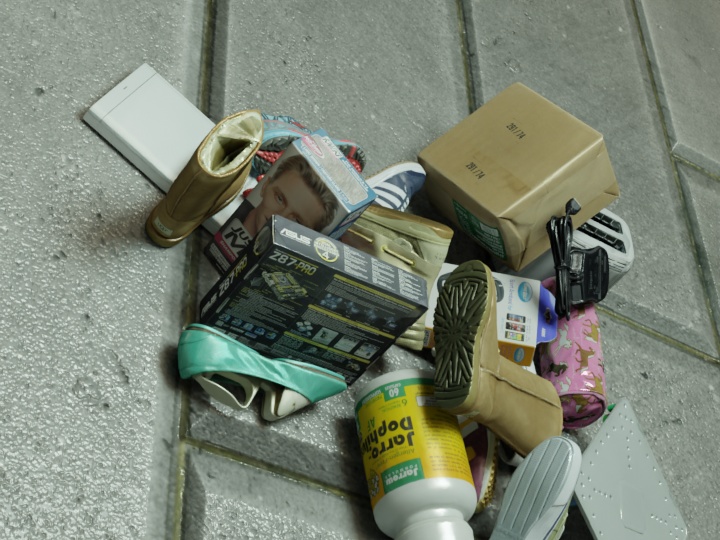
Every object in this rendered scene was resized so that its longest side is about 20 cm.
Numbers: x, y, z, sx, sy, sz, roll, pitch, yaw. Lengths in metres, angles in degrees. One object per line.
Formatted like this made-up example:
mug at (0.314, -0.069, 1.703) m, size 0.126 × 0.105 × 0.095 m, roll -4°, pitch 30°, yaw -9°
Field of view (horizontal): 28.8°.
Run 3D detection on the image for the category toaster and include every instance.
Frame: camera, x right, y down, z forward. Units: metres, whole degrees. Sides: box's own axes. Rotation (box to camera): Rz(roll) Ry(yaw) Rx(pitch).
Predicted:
toaster at (0.278, -0.023, 1.887) m, size 0.199 × 0.129 × 0.114 m, roll 25°, pitch 43°, yaw -23°

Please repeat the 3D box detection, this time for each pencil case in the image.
pencil case at (0.266, 0.104, 1.794) m, size 0.082 × 0.087 × 0.201 m, roll 5°, pitch 48°, yaw -6°

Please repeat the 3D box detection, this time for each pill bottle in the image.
pill bottle at (0.061, 0.216, 1.489) m, size 0.112 × 0.113 × 0.201 m, roll 14°, pitch 48°, yaw -33°

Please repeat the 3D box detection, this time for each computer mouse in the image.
computer mouse at (0.262, -0.021, 1.737) m, size 0.200 × 0.046 × 0.142 m, roll -18°, pitch 107°, yaw -64°

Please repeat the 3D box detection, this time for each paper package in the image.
paper package at (0.200, -0.124, 1.803) m, size 0.200 × 0.190 × 0.104 m, roll 42°, pitch -16°, yaw 47°

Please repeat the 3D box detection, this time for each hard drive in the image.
hard drive at (-0.212, -0.144, 1.635) m, size 0.200 × 0.027 × 0.132 m, roll 42°, pitch 38°, yaw -5°

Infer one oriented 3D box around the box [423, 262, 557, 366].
box at (0.139, 0.051, 1.701) m, size 0.198 × 0.042 × 0.120 m, roll 12°, pitch 43°, yaw 1°

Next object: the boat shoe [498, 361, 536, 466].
boat shoe at (0.173, 0.142, 1.688) m, size 0.065 × 0.074 × 0.201 m, roll 10°, pitch 49°, yaw -41°

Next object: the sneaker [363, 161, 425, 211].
sneaker at (0.031, -0.064, 1.746) m, size 0.199 × 0.070 × 0.109 m, roll -23°, pitch 68°, yaw -43°

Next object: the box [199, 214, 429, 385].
box at (-0.051, 0.038, 1.509) m, size 0.199 × 0.161 × 0.049 m, roll 22°, pitch 43°, yaw -25°

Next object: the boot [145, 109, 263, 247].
boot at (-0.144, -0.117, 1.499) m, size 0.066 × 0.200 × 0.176 m, roll 38°, pitch 58°, yaw -6°

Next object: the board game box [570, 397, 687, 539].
board game box at (0.315, 0.285, 1.674) m, size 0.200 × 0.026 × 0.201 m, roll -40°, pitch 107°, yaw -52°

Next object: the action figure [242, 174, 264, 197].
action figure at (-0.067, -0.015, 1.608) m, size 0.051 × 0.065 × 0.201 m, roll -18°, pitch 79°, yaw -41°

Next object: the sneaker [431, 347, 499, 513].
sneaker at (0.115, 0.181, 1.614) m, size 0.089 × 0.075 × 0.202 m, roll 2°, pitch 62°, yaw 7°

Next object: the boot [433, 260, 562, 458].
boot at (0.156, 0.105, 1.539) m, size 0.200 × 0.066 × 0.177 m, roll 31°, pitch 64°, yaw -47°

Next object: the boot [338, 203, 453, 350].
boot at (0.000, 0.000, 1.629) m, size 0.199 × 0.157 × 0.073 m, roll 16°, pitch 9°, yaw 21°

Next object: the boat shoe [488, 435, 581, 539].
boat shoe at (0.187, 0.276, 1.521) m, size 0.062 × 0.201 × 0.072 m, roll 28°, pitch 0°, yaw -43°

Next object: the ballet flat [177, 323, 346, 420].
ballet flat at (-0.107, 0.119, 1.475) m, size 0.199 × 0.067 × 0.071 m, roll 22°, pitch 68°, yaw -27°

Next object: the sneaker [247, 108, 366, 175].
sneaker at (-0.072, -0.156, 1.723) m, size 0.199 × 0.079 × 0.096 m, roll 16°, pitch 30°, yaw -52°

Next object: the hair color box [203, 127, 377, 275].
hair color box at (-0.080, -0.051, 1.530) m, size 0.100 × 0.200 × 0.060 m, roll 50°, pitch 39°, yaw 8°
